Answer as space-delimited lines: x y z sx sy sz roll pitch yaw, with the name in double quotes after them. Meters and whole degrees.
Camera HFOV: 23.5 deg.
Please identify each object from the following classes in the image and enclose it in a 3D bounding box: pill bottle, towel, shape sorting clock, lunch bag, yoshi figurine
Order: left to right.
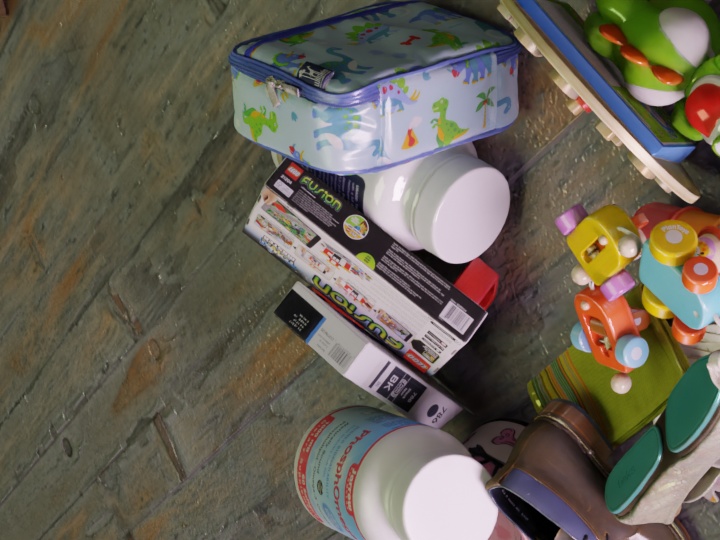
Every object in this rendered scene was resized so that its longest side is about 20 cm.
0.008 -0.144 1.316 0.160 0.199 0.083 28 128 46 "lunch bag"
0.025 -0.083 1.405 0.200 0.111 0.112 35 133 42 "pill bottle"
0.029 0.173 1.394 0.200 0.108 0.109 7 114 67 "pill bottle"
0.154 -0.120 1.152 0.039 0.200 0.200 -43 66 18 "shape sorting clock"
0.187 0.088 1.330 0.086 0.018 0.200 62 151 15 "towel"
0.239 -0.121 1.119 0.200 0.113 0.112 40 175 18 "yoshi figurine"

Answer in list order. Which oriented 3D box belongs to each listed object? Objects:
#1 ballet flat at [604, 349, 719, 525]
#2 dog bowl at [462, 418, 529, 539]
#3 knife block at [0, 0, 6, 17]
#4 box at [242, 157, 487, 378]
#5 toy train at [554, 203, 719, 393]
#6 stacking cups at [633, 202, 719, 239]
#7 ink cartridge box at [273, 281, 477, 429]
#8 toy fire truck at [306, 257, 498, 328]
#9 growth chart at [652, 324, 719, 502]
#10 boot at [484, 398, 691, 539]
0.238 0.120 1.229 0.200 0.062 0.068 119 159 -52 "ballet flat"
0.124 0.231 1.466 0.200 0.073 0.201 30 130 43 "dog bowl"
-0.510 -0.306 2.003 0.199 0.175 0.064 12 116 53 "knife block"
0.000 0.000 1.392 0.200 0.035 0.110 38 158 0 "box"
0.204 0.019 1.176 0.200 0.055 0.151 13 131 64 "toy train"
0.261 -0.013 1.157 0.200 0.060 0.061 24 126 51 "stacking cups"
0.015 0.081 1.456 0.099 0.200 0.039 38 92 38 "ink cartridge box"
0.032 0.018 1.488 0.141 0.049 0.200 37 156 4 "toy fire truck"
0.269 0.098 1.236 0.200 0.018 0.146 -15 94 59 "growth chart"
0.180 0.204 1.324 0.200 0.097 0.075 50 147 4 "boot"
